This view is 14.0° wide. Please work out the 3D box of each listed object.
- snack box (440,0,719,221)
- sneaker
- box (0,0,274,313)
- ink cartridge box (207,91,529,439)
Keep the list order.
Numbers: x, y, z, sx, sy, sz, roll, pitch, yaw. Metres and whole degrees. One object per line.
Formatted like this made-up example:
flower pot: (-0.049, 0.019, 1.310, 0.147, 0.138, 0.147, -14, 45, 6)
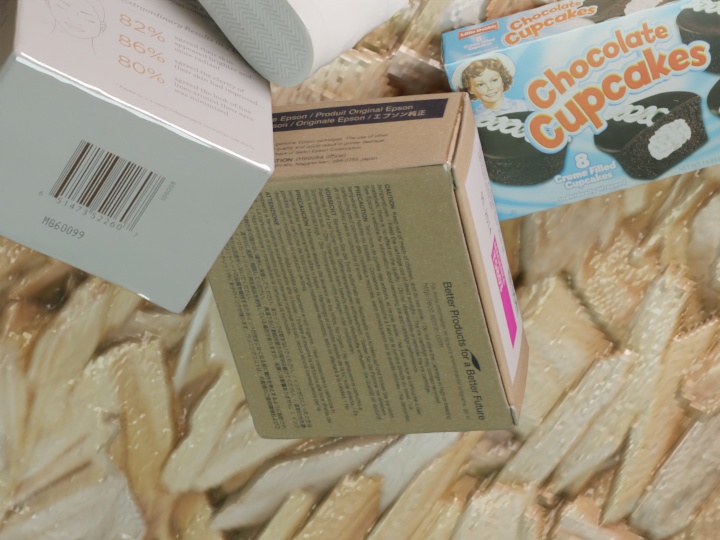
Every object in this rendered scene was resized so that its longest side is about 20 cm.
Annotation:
snack box: (0.156, -0.106, 1.674, 0.199, 0.037, 0.117, -15, 125, 9)
sneaker: (-0.057, -0.201, 1.580, 0.201, 0.115, 0.074, 55, 137, 3)
box: (-0.136, -0.099, 1.567, 0.152, 0.201, 0.107, 24, 121, -19)
ink cartridge box: (0.000, 0.000, 1.702, 0.163, 0.075, 0.201, -3, 128, 15)
